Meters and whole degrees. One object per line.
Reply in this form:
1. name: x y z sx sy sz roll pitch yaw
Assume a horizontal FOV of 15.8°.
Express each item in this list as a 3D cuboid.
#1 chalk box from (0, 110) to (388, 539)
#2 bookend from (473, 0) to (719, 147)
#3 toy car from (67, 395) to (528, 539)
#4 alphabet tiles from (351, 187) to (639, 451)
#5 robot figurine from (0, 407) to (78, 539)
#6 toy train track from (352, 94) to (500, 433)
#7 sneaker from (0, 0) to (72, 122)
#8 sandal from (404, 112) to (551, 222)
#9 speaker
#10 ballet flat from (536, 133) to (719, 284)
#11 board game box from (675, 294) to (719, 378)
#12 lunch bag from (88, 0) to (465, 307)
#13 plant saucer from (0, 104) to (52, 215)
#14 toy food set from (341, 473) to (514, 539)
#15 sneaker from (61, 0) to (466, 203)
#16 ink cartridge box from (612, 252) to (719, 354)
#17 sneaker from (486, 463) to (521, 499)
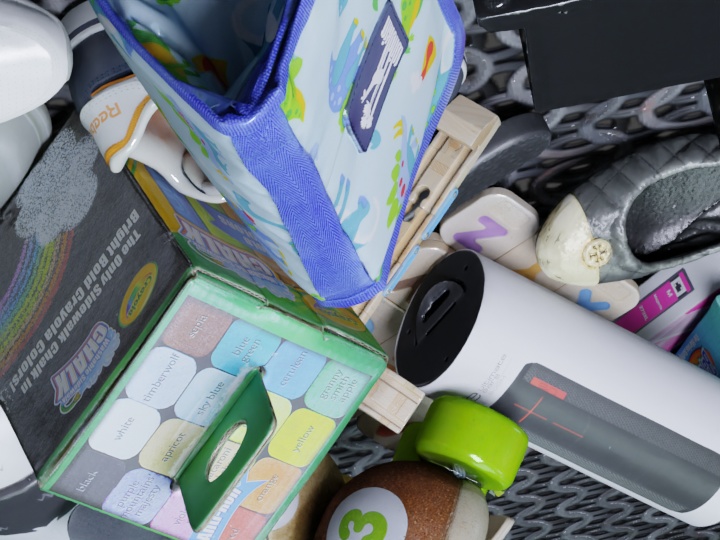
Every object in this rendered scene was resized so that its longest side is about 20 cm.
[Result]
1. chalk box: -0.081 0.040 1.165 0.124 0.200 0.125 26 108 -38
2. bookend: 0.147 -0.122 1.106 0.198 0.093 0.200 -11 158 4
3. toy car: -0.041 0.125 1.331 0.199 0.165 0.158 24 165 -3
4. alphabet tiles: 0.045 0.032 1.409 0.200 0.015 0.195 34 130 -30
5. robot figurine: -0.190 0.075 1.362 0.124 0.151 0.200 22 164 17
6. toy train track: 0.000 0.000 1.235 0.200 0.114 0.033 -55 156 -8
7. sneaker: -0.214 -0.067 1.058 0.199 0.080 0.071 -8 127 -13
8. sandal: 0.003 -0.031 1.301 0.199 0.045 0.075 -33 169 4
9. speaker: 0.117 0.063 1.373 0.199 0.082 0.081 27 140 -25
10. ballet flat: 0.186 -0.036 1.328 0.199 0.057 0.067 -17 123 -2
11. board game box: 0.258 0.030 1.485 0.151 0.045 0.200 -24 166 -10
12. lunch bag: -0.037 -0.104 0.925 0.127 0.201 0.170 -15 156 8
13. plant saucer: -0.237 -0.035 1.179 0.199 0.050 0.200 -9 156 -4
14. toy food set: -0.023 0.110 1.480 0.199 0.061 0.143 27 168 -12
15. sneaker: -0.037 -0.071 1.156 0.199 0.080 0.078 0 153 -29
16. ink cartridge box: 0.204 0.007 1.474 0.094 0.037 0.200 -13 160 -36
17. sneaker: 0.089 0.043 1.494 0.075 0.077 0.200 26 131 -5
